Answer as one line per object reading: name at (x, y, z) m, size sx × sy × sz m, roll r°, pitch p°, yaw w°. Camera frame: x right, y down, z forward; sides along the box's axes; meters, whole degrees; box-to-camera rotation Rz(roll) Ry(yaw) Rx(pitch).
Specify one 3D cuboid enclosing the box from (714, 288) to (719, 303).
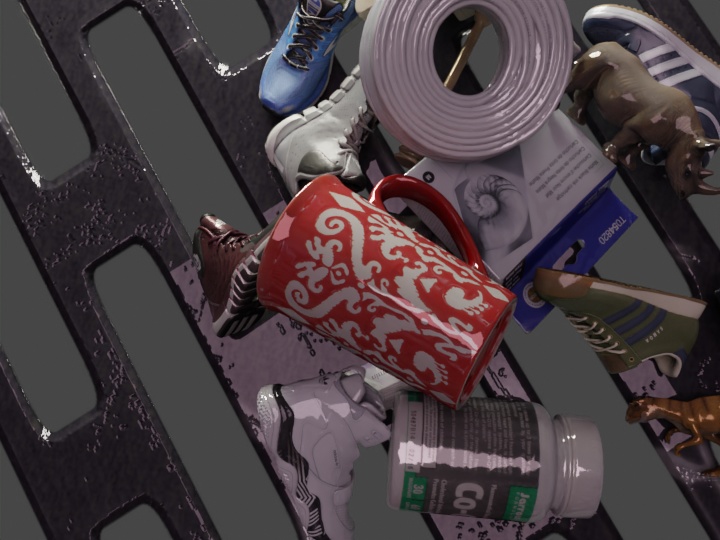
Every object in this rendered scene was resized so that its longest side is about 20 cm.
box at (0.484, 0.061, 0.680) m, size 0.196 × 0.124 × 0.200 m, roll -22°, pitch 80°, yaw -11°

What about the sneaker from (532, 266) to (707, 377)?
sneaker at (0.254, 0.058, 0.720) m, size 0.196 × 0.067 × 0.092 m, roll 11°, pitch 94°, yaw -20°

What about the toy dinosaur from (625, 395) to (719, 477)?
toy dinosaur at (0.372, 0.149, 0.727) m, size 0.195 × 0.060 × 0.109 m, roll -7°, pitch 81°, yaw 3°

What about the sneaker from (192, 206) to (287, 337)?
sneaker at (-0.123, -0.028, 0.741) m, size 0.200 × 0.075 × 0.117 m, roll -48°, pitch 67°, yaw 38°

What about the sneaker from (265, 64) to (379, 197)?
sneaker at (0.000, -0.140, 0.767) m, size 0.198 × 0.075 × 0.117 m, roll -34°, pitch 56°, yaw 9°

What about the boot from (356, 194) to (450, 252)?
boot at (0.000, 0.000, 0.755) m, size 0.170 × 0.070 × 0.203 m, roll 15°, pitch 55°, yaw 5°

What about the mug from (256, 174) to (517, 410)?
mug at (0.036, 0.003, 0.634) m, size 0.198 × 0.133 × 0.180 m, roll 30°, pitch 88°, yaw 19°

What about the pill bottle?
pill bottle at (0.126, 0.183, 0.712) m, size 0.195 × 0.113 × 0.116 m, roll 4°, pitch 83°, yaw 2°

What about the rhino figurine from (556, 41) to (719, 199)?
rhino figurine at (0.278, -0.144, 0.713) m, size 0.200 × 0.059 × 0.088 m, roll 48°, pitch 122°, yaw 22°

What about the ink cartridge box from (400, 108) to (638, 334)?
ink cartridge box at (0.170, -0.075, 0.750) m, size 0.199 × 0.041 × 0.200 m, roll -41°, pitch 83°, yaw -20°

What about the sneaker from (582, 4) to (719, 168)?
sneaker at (0.303, -0.187, 0.767) m, size 0.198 × 0.070 × 0.110 m, roll 34°, pitch 85°, yaw 4°

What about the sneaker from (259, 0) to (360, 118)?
sneaker at (-0.055, -0.263, 0.793) m, size 0.077 × 0.089 × 0.203 m, roll 27°, pitch 86°, yaw 8°

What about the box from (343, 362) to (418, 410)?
box at (0.010, 0.125, 0.761) m, size 0.197 × 0.042 × 0.039 m, roll -25°, pitch 46°, yaw 2°

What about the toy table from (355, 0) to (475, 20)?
toy table at (0.064, -0.347, 0.737) m, size 0.182 × 0.198 × 0.120 m, roll -23°, pitch 71°, yaw 37°

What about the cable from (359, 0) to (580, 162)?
cable at (0.099, -0.201, 0.682) m, size 0.200 × 0.069 × 0.200 m, roll -44°, pitch 106°, yaw 4°

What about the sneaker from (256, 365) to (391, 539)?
sneaker at (-0.017, 0.185, 0.714) m, size 0.113 × 0.075 × 0.203 m, roll -20°, pitch 112°, yaw 3°

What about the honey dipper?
honey dipper at (0.096, -0.205, 0.804) m, size 0.037 × 0.038 × 0.203 m, roll 25°, pitch 83°, yaw 7°
